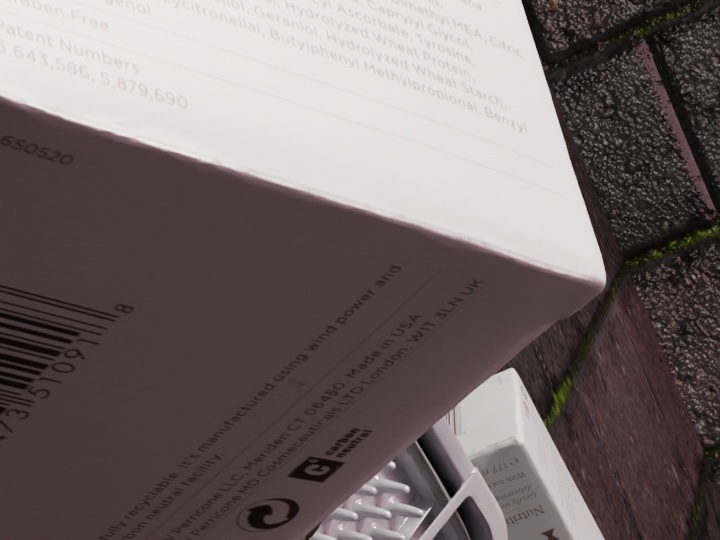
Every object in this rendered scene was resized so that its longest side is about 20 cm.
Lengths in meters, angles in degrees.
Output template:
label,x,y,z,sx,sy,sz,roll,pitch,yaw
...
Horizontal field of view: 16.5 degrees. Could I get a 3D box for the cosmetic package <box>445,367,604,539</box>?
label,x,y,z,sx,sy,sz,roll,pitch,yaw
cosmetic package,0.079,0.168,1.373,0.201,0.112,0.081,60,14,-23

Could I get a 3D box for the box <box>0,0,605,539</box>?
label,x,y,z,sx,sy,sz,roll,pitch,yaw
box,-0.079,-0.015,0.661,0.199,0.199,0.131,16,46,-36

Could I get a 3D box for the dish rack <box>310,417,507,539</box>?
label,x,y,z,sx,sy,sz,roll,pitch,yaw
dish rack,-0.030,0.108,1.013,0.172,0.043,0.201,-50,128,-28

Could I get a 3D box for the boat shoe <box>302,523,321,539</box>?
label,x,y,z,sx,sy,sz,roll,pitch,yaw
boat shoe,-0.039,0.056,0.821,0.202,0.071,0.066,-67,163,-10
